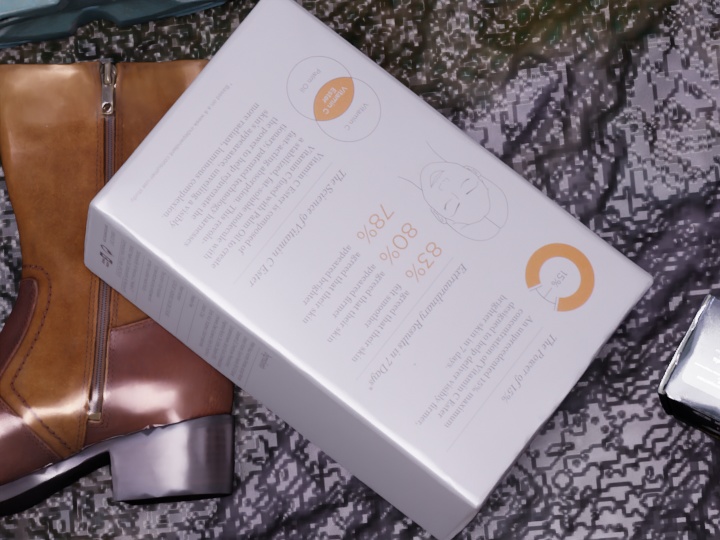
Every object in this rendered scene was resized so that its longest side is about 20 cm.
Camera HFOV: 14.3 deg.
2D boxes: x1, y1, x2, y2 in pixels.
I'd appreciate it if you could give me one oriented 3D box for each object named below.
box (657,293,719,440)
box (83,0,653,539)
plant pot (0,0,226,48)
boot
[{"bbox_3d":[0.219,0.077,1.155,0.200,0.159,0.046,26,88,8],"label":"box"},{"bbox_3d":[0.000,0.000,1.198,0.200,0.097,0.124,38,74,3],"label":"box"},{"bbox_3d":[-0.133,-0.203,1.223,0.200,0.200,0.196,-10,90,6],"label":"plant pot"},{"bbox_3d":[-0.150,0.005,1.254,0.188,0.068,0.200,-6,82,6],"label":"boot"}]
